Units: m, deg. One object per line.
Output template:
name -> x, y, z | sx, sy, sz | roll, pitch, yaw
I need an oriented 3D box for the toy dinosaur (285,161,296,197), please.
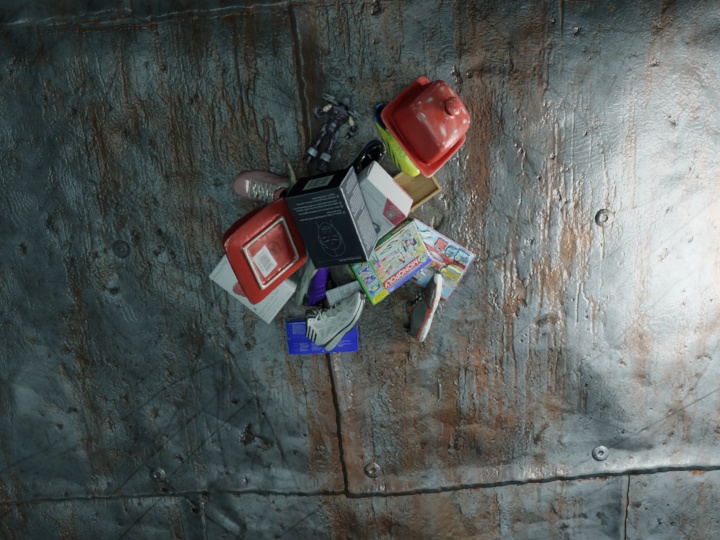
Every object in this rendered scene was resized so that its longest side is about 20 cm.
toy dinosaur -> -0.158, -0.166, 1.470 | 0.086, 0.048, 0.203 | 4, 122, -18

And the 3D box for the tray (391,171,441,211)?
tray -> 0.103, -0.196, 1.550 | 0.198, 0.037, 0.099 | -34, 102, 11

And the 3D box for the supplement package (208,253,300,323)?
supplement package -> -0.277, 0.019, 1.575 | 0.199, 0.120, 0.122 | 39, 104, -9

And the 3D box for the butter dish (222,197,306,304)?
butter dish -> -0.254, -0.062, 1.436 | 0.199, 0.146, 0.202 | -43, 135, -27

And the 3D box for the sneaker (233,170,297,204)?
sneaker -> -0.236, -0.206, 1.521 | 0.196, 0.105, 0.077 | 7, 109, 0

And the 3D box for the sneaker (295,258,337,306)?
sneaker -> -0.100, 0.025, 1.581 | 0.098, 0.070, 0.201 | 16, 135, -17

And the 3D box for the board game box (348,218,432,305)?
board game box -> 0.079, -0.021, 1.538 | 0.199, 0.029, 0.136 | -37, 120, -8

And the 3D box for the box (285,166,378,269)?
box -> -0.063, -0.121, 1.407 | 0.146, 0.108, 0.203 | -7, 121, 24

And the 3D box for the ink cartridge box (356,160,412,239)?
ink cartridge box -> 0.009, -0.149, 1.486 | 0.145, 0.085, 0.199 | 42, 129, -16

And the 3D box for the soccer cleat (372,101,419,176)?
soccer cleat -> 0.086, -0.324, 1.475 | 0.064, 0.084, 0.203 | -28, 92, 9

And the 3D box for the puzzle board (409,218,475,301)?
puzzle board -> 0.190, -0.026, 1.606 | 0.198, 0.017, 0.152 | 29, 104, -6

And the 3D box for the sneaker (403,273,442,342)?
sneaker -> 0.162, 0.096, 1.608 | 0.081, 0.077, 0.204 | 21, 111, 13

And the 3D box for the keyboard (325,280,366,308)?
keyboard -> 0.007, 0.046, 1.580 | 0.196, 0.011, 0.057 | -20, 126, -1

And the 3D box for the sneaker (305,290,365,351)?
sneaker -> -0.077, 0.119, 1.555 | 0.114, 0.076, 0.202 | 27, 115, -24

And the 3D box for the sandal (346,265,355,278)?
sandal -> 0.005, -0.003, 1.588 | 0.077, 0.070, 0.214 | -30, 103, 9

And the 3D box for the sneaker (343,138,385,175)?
sneaker -> -0.010, -0.245, 1.512 | 0.075, 0.088, 0.202 | 32, 104, -8

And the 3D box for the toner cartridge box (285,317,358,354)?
toner cartridge box -> -0.105, 0.178, 1.656 | 0.195, 0.043, 0.097 | -3, 105, 2

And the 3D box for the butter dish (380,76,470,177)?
butter dish -> 0.183, -0.363, 1.412 | 0.201, 0.147, 0.200 | 51, 60, -11

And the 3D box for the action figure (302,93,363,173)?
action figure -> -0.075, -0.353, 1.497 | 0.129, 0.069, 0.202 | 30, 101, 0
